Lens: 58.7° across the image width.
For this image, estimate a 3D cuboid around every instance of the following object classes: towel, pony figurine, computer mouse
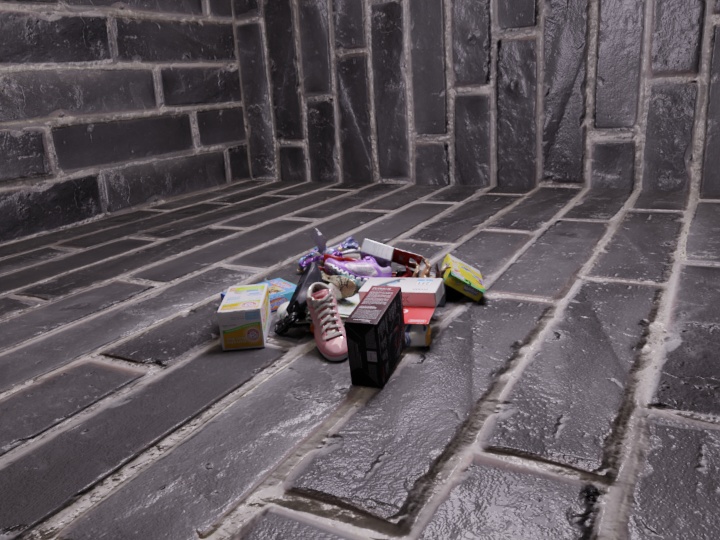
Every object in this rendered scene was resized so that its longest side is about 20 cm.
[{"bbox_3d":[-0.032,0.101,1.655,0.168,0.049,0.200,6,18,20],"label":"towel"},{"bbox_3d":[-0.101,-0.050,2.111,0.197,0.169,0.193,-17,-12,-27],"label":"pony figurine"},{"bbox_3d":[-0.144,0.073,1.618,0.052,0.202,0.138,30,-27,-12],"label":"computer mouse"}]

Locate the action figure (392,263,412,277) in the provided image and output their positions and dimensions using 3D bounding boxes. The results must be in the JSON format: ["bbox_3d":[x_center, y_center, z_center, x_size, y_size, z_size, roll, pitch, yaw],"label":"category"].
[{"bbox_3d":[0.050,0.044,1.791,0.198,0.052,0.066,-33,14,5],"label":"action figure"}]

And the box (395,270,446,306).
[{"bbox_3d":[0.172,0.049,1.849,0.157,0.044,0.200,-1,17,11],"label":"box"}]

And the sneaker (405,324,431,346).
[{"bbox_3d":[0.106,0.125,1.556,0.086,0.077,0.200,-7,16,-9],"label":"sneaker"}]

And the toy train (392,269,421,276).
[{"bbox_3d":[0.107,0.019,1.983,0.196,0.035,0.046,-1,20,10],"label":"toy train"}]

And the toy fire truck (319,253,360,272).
[{"bbox_3d":[-0.028,0.024,1.907,0.197,0.114,0.167,11,-2,39],"label":"toy fire truck"}]

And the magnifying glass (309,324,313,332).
[{"bbox_3d":[-0.039,0.129,1.671,0.197,0.023,0.079,-14,19,-28],"label":"magnifying glass"}]

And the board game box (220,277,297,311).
[{"bbox_3d":[-0.283,0.078,1.854,0.197,0.046,0.151,-16,20,-33],"label":"board game box"}]

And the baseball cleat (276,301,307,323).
[{"bbox_3d":[-0.127,0.098,1.733,0.198,0.071,0.106,-28,30,-32],"label":"baseball cleat"}]

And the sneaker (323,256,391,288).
[{"bbox_3d":[0.000,0.000,1.726,0.197,0.090,0.081,20,-16,-4],"label":"sneaker"}]

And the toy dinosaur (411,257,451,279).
[{"bbox_3d":[0.166,0.052,1.660,0.085,0.138,0.200,25,-26,-16],"label":"toy dinosaur"}]

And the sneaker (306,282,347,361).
[{"bbox_3d":[-0.082,0.111,1.494,0.074,0.106,0.202,-17,45,-6],"label":"sneaker"}]

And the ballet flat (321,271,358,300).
[{"bbox_3d":[-0.082,0.047,1.669,0.075,0.069,0.199,-35,25,-25],"label":"ballet flat"}]

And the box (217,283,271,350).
[{"bbox_3d":[-0.291,0.115,1.632,0.110,0.103,0.200,-5,16,-1],"label":"box"}]

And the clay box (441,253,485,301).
[{"bbox_3d":[0.291,0.022,1.824,0.113,0.048,0.200,28,18,-3],"label":"clay box"}]

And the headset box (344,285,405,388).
[{"bbox_3d":[0.039,0.133,1.381,0.074,0.151,0.200,3,25,20],"label":"headset box"}]

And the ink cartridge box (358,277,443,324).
[{"bbox_3d":[0.089,0.070,1.550,0.196,0.046,0.176,0,22,20],"label":"ink cartridge box"}]

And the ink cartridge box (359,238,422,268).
[{"bbox_3d":[0.086,-0.028,1.845,0.170,0.044,0.200,18,-9,4],"label":"ink cartridge box"}]
